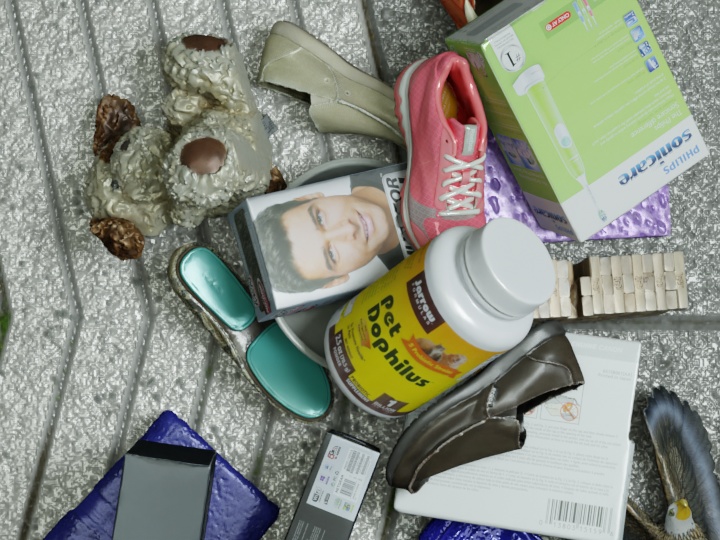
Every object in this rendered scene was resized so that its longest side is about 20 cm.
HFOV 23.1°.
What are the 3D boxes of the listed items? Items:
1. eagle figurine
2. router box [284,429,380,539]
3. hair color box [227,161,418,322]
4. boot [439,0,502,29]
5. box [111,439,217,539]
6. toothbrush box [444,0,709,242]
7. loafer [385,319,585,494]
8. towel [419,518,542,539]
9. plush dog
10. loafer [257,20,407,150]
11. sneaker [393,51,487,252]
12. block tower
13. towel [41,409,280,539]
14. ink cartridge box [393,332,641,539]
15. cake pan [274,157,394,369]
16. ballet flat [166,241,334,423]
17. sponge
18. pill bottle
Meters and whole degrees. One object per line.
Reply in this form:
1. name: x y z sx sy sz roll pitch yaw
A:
1. eagle figurine: 0.270 0.223 1.567 0.151 0.151 0.200 -4 47 -38
2. router box: -0.040 0.240 1.536 0.052 0.157 0.201 21 86 2
3. hair color box: -0.004 -0.030 1.533 0.199 0.061 0.100 -14 84 -22
4. boot: 0.098 -0.267 1.598 0.075 0.107 0.201 -33 85 0
5. box: -0.175 0.253 1.501 0.078 0.141 0.201 9 89 -5
6. toothbrush box: 0.188 -0.150 1.526 0.145 0.086 0.201 -34 109 -11
7. loafer: 0.106 0.127 1.484 0.200 0.073 0.071 -41 74 6
8. towel: 0.088 0.309 1.576 0.148 0.050 0.200 41 87 4
9. plush dog: -0.168 -0.091 1.584 0.171 0.161 0.201 -16 49 12
10. loafer: -0.011 -0.149 1.609 0.200 0.076 0.068 35 88 12
11. sneaker: 0.074 -0.090 1.496 0.073 0.087 0.201 -6 82 -22
12. block tower: 0.190 0.018 1.584 0.199 0.058 0.054 -3 83 -10
13. towel: -0.188 0.243 1.595 0.148 0.050 0.200 43 87 -4
14. ink cartridge box: 0.139 0.138 1.535 0.199 0.044 0.175 7 83 15
15. cake pan: 0.000 0.000 1.582 0.199 0.037 0.202 4 77 -20
16. ballet flat: -0.100 0.057 1.591 0.068 0.075 0.200 -43 93 -19
17. sponge: 0.183 -0.081 1.605 0.199 0.030 0.112 -3 87 -11
18. pill bottle: 0.066 0.036 1.447 0.200 0.109 0.110 -37 85 42
